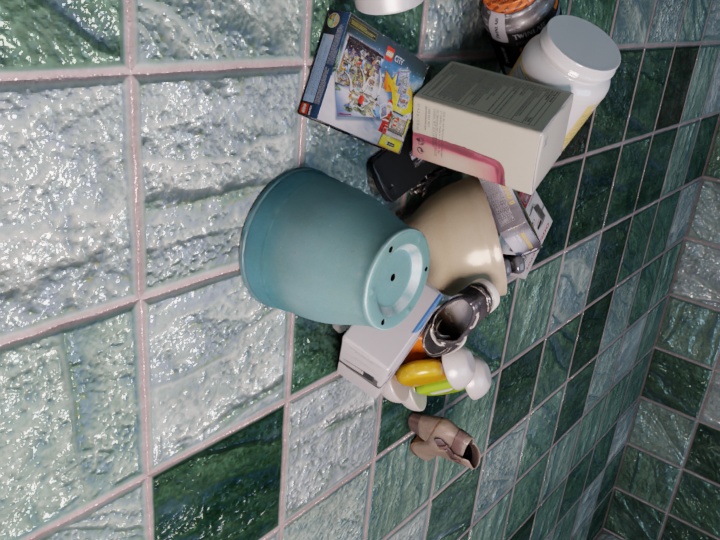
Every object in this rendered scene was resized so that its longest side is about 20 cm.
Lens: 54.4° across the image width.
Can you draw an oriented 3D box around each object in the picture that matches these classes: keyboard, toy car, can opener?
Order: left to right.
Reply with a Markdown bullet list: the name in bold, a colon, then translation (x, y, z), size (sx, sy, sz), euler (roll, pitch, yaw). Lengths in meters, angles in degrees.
- **keyboard**: translation (0.084, -0.172, 1.119), size (0.200, 0.040, 0.104), euler (-40, 114, -34)
- **toy car**: translation (0.129, 0.163, 1.271), size (0.200, 0.175, 0.150), euler (35, 43, -55)
- **can opener**: translation (0.238, 0.003, 1.287), size (0.053, 0.200, 0.067), euler (-11, 97, -14)

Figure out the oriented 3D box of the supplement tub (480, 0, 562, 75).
- **supplement tub**: translation (0.271, -0.403, 1.155), size (0.123, 0.122, 0.200), euler (-60, 145, -11)

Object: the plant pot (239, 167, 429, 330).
- **plant pot**: translation (-0.021, -0.014, 0.915), size (0.200, 0.188, 0.200), euler (-31, 132, -42)

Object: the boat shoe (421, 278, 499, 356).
- **boat shoe**: translation (0.141, 0.085, 1.090), size (0.060, 0.074, 0.200), euler (-29, 168, -37)

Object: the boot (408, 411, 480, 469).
- **boot**: translation (0.175, 0.360, 1.423), size (0.070, 0.146, 0.200), euler (-54, 144, -22)

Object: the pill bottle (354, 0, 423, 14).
- **pill bottle**: translation (0.024, -0.414, 0.819), size (0.114, 0.114, 0.200), euler (-42, 138, -33)

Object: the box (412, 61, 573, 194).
- **box**: translation (0.192, -0.214, 1.038), size (0.128, 0.200, 0.109), euler (-48, 150, -37)

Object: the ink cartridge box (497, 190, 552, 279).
- **ink cartridge box**: translation (0.298, -0.090, 1.397), size (0.200, 0.083, 0.147), euler (38, 76, -54)

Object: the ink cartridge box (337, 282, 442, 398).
- **ink cartridge box**: translation (0.040, 0.100, 1.080), size (0.145, 0.084, 0.200), euler (-52, 170, -20)

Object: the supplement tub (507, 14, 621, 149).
- **supplement tub**: translation (0.299, -0.280, 1.104), size (0.145, 0.145, 0.200), euler (-38, 165, -36)

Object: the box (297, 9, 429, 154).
- **box**: translation (0.010, -0.250, 0.958), size (0.200, 0.038, 0.137), euler (9, 101, -55)

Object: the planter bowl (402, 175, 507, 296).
- **planter bowl**: translation (0.145, -0.040, 1.137), size (0.134, 0.200, 0.200), euler (-15, 134, 4)

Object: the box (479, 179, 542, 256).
- **box**: translation (0.239, -0.135, 1.199), size (0.048, 0.200, 0.158), euler (-26, 157, 15)

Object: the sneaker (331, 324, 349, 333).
- **sneaker**: translation (0.000, 0.000, 1.072), size (0.200, 0.082, 0.074), euler (-56, -179, 12)
